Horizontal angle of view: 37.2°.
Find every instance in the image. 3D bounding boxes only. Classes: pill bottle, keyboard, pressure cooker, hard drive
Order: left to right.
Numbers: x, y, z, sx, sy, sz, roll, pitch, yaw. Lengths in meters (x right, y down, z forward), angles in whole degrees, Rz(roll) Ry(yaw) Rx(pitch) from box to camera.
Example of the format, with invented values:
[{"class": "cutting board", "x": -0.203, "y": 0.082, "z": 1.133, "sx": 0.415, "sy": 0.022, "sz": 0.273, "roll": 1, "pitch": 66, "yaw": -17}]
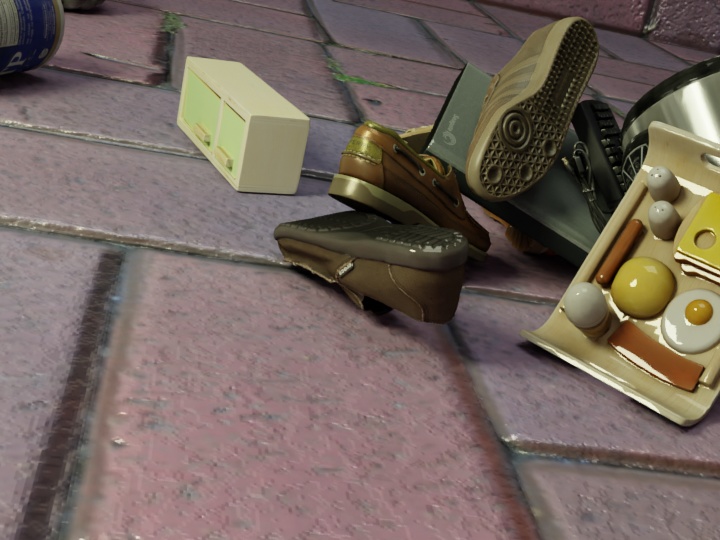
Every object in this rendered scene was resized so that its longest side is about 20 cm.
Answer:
[{"class": "pill bottle", "x": -0.409, "y": -0.256, "z": 1.102, "sx": 0.119, "sy": 0.121, "sz": 0.200, "roll": 19, "pitch": 22, "yaw": 14}, {"class": "hard drive", "x": 0.156, "y": -0.091, "z": 0.969, "sx": 0.199, "sy": 0.033, "sz": 0.140, "roll": 31, "pitch": 46, "yaw": -5}, {"class": "keyboard", "x": 0.233, "y": -0.057, "z": 0.941, "sx": 0.021, "sy": 0.202, "sz": 0.127, "roll": -28, "pitch": -7, "yaw": 39}, {"class": "pressure cooker", "x": 0.324, "y": -0.061, "z": 0.892, "sx": 0.175, "sy": 0.178, "sz": 0.202, "roll": 15, "pitch": 56, "yaw": -52}]

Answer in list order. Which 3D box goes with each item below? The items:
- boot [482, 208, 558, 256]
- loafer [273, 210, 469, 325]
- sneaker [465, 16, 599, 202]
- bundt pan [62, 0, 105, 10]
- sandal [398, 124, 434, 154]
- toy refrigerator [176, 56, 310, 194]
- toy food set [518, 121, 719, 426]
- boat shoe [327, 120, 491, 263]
[{"class": "boot", "x": 0.187, "y": -0.071, "z": 1.076, "sx": 0.106, "sy": 0.076, "sz": 0.201, "roll": 9, "pitch": 30, "yaw": -18}, {"class": "loafer", "x": 0.000, "y": 0.000, "z": 0.789, "sx": 0.072, "sy": 0.072, "sz": 0.199, "roll": -12, "pitch": 16, "yaw": -32}, {"class": "sneaker", "x": 0.139, "y": -0.135, "z": 0.931, "sx": 0.071, "sy": 0.201, "sz": 0.075, "roll": 47, "pitch": -26, "yaw": -23}, {"class": "bundt pan", "x": -0.461, "y": -0.440, "z": 1.587, "sx": 0.200, "sy": 0.076, "sz": 0.202, "roll": 12, "pitch": 22, "yaw": -5}, {"class": "sandal", "x": 0.060, "y": -0.129, "z": 1.126, "sx": 0.210, "sy": 0.078, "sz": 0.070, "roll": -13, "pitch": 36, "yaw": -38}, {"class": "toy refrigerator", "x": -0.124, "y": -0.148, "z": 1.067, "sx": 0.069, "sy": 0.077, "sz": 0.200, "roll": 1, "pitch": 25, "yaw": -29}, {"class": "toy food set", "x": 0.225, "y": -0.003, "z": 0.783, "sx": 0.143, "sy": 0.201, "sz": 0.060, "roll": 28, "pitch": -8, "yaw": 36}, {"class": "boat shoe", "x": 0.057, "y": -0.061, "z": 0.881, "sx": 0.071, "sy": 0.069, "sz": 0.199, "roll": 18, "pitch": -4, "yaw": 37}]
